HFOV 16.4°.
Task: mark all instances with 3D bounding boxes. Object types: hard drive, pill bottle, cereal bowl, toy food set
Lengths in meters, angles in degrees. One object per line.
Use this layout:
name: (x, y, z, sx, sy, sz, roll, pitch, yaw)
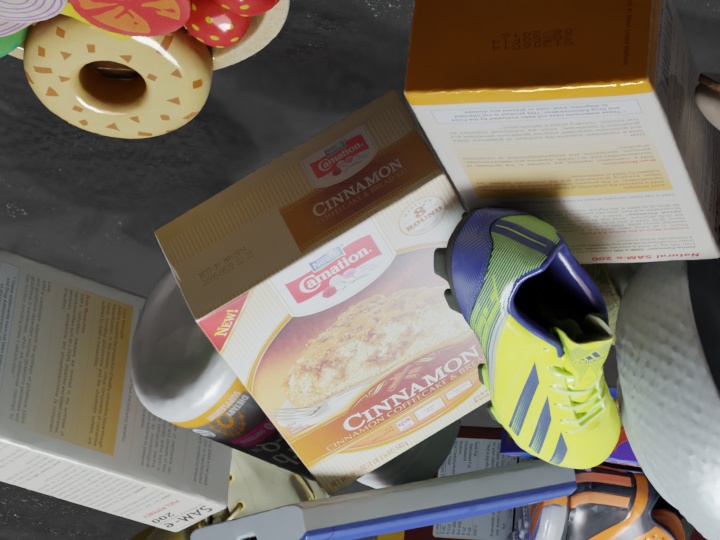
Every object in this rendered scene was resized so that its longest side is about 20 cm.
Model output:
hard drive: (0.014, 0.147, 1.523, 0.199, 0.026, 0.132, -7, 172, -34)
pill bottle: (-0.037, 0.067, 1.580, 0.199, 0.117, 0.116, 25, 149, -36)
cereal bowl: (0.204, 0.080, 1.419, 0.083, 0.201, 0.200, -28, 141, 26)
toy food set: (-0.135, -0.138, 1.244, 0.197, 0.049, 0.200, 23, 151, -32)

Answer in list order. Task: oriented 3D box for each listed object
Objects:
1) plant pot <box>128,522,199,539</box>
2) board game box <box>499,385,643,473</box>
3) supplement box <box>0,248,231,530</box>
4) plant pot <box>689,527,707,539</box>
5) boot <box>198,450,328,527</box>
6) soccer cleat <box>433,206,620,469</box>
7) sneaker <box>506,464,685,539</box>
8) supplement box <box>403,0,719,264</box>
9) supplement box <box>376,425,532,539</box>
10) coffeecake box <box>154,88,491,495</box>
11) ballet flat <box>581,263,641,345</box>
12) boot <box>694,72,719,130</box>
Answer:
plant pot: (-0.098, 0.253, 1.925, 0.200, 0.202, 0.189, 12, 138, -13)
board game box: (0.176, 0.107, 1.628, 0.134, 0.045, 0.200, 9, 174, -8)
supplement box: (-0.180, 0.077, 1.603, 0.199, 0.127, 0.073, 21, 151, -27)
plant pot: (0.319, 0.206, 1.673, 0.199, 0.200, 0.176, 12, 154, 39)
boot: (-0.100, 0.168, 1.762, 0.073, 0.156, 0.200, -17, 147, 40)
soccer cleat: (0.105, 0.046, 1.338, 0.083, 0.065, 0.201, 15, 147, 39)
sneaker: (0.154, 0.196, 1.636, 0.111, 0.078, 0.200, 6, 146, -7)
supplement box: (0.110, -0.077, 1.290, 0.125, 0.074, 0.200, -2, 154, 17)
supplement box: (0.122, 0.213, 1.835, 0.199, 0.133, 0.197, 2, 155, 8)
coffeecake box: (0.000, 0.016, 1.390, 0.153, 0.073, 0.200, -31, 141, 2)
ballet flat: (0.165, 0.016, 1.498, 0.070, 0.071, 0.200, -9, 152, 29)
boot: (0.229, -0.015, 1.318, 0.199, 0.147, 0.070, 14, -161, -31)
